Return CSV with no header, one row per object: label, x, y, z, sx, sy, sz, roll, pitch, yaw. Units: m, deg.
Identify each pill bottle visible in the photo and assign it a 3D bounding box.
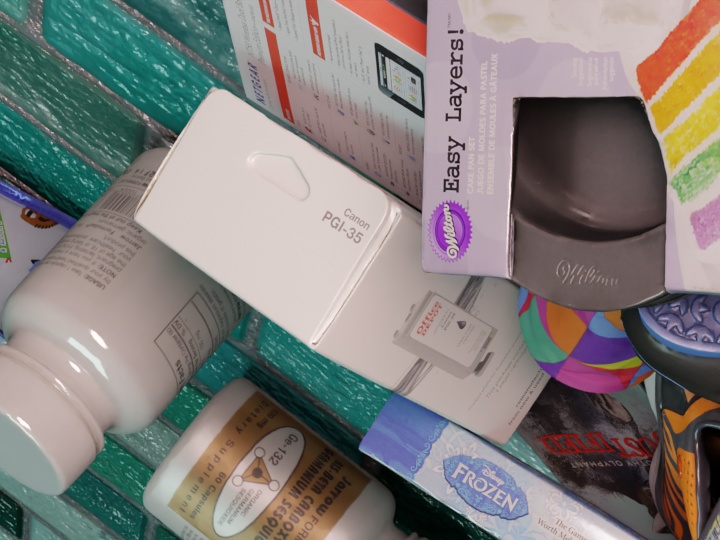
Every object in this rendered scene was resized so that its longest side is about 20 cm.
pill bottle,-0.039,0.175,1.599,0.200,0.114,0.114,37,154,5
pill bottle,-0.148,0.032,1.404,0.114,0.200,0.114,31,153,18

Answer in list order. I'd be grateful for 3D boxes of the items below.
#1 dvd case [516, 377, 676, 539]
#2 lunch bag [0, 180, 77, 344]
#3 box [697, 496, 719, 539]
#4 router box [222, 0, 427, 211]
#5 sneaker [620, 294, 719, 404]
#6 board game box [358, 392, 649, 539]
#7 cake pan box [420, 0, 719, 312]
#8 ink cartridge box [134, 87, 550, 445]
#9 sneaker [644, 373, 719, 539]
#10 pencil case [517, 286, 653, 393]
dvd case,0.141,0.089,1.333,0.200,0.022,0.146,49,153,-20
lunch bag,-0.279,0.003,1.641,0.200,0.124,0.170,26,153,9
box,0.223,0.128,1.115,0.110,0.035,0.200,13,124,-13
router box,0.019,-0.095,1.126,0.179,0.049,0.200,34,165,13
sneaker,0.208,0.034,0.985,0.199,0.070,0.078,16,166,5
board game box,0.109,0.143,1.300,0.199,0.043,0.200,32,178,15
cake pan box,0.106,-0.085,0.933,0.184,0.052,0.201,6,95,46
ink cartridge box,0.000,0.000,1.201,0.146,0.083,0.200,34,-177,36
sneaker,0.190,0.125,1.205,0.077,0.112,0.200,-17,133,9
pencil case,0.131,-0.018,1.066,0.088,0.088,0.200,36,151,8
